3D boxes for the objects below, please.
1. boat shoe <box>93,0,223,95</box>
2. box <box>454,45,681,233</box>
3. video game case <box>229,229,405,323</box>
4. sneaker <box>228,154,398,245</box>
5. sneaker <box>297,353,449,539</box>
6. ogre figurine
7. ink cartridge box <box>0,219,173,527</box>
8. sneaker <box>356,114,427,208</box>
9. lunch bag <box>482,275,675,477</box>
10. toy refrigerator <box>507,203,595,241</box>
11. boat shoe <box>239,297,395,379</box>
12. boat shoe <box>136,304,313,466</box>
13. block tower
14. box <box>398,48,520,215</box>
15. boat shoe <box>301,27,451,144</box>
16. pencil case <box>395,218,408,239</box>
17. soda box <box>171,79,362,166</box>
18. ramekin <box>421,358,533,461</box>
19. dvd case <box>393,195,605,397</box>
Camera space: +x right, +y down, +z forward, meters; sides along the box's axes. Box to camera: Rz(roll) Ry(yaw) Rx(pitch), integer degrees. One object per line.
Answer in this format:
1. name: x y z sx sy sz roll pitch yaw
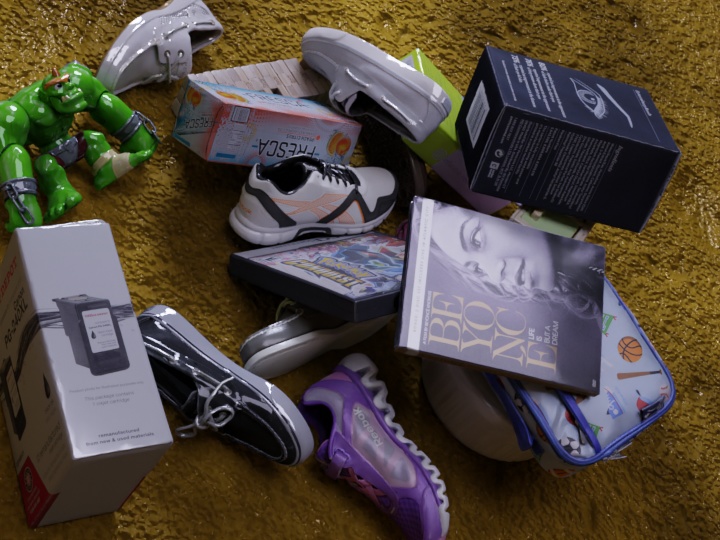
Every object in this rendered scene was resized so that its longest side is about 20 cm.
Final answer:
1. boat shoe: -0.207 -0.233 1.234 0.069 0.071 0.200 38 45 -1
2. box: 0.213 -0.139 1.228 0.199 0.105 0.148 14 33 -11
3. video game case: 0.000 0.000 1.142 0.180 0.199 0.026 -12 110 -39
4. sneaker: -0.037 -0.082 1.204 0.199 0.080 0.074 -15 50 -35
5. sneaker: 0.006 0.177 1.080 0.088 0.081 0.201 -18 65 -33
6. ogre figurine: -0.282 -0.122 1.095 0.200 0.098 0.120 -39 102 -29
7. ink cartridge box: -0.234 0.081 0.937 0.083 0.145 0.201 -5 62 -33
8. sneaker: 0.046 -0.164 1.352 0.075 0.070 0.201 -5 62 -37
9. lunch bag: 0.197 0.092 1.114 0.160 0.076 0.201 -27 76 -23
10. toy refrigerator: 0.214 -0.055 1.271 0.076 0.070 0.200 36 37 8
11. boat shoe: -0.048 0.051 1.135 0.201 0.072 0.061 -18 71 -47
12. boat shoe: -0.132 0.113 1.030 0.199 0.074 0.068 43 41 1
13. block tower: -0.113 -0.189 1.276 0.199 0.054 0.058 -20 70 -41
14. box: 0.112 -0.152 1.354 0.200 0.047 0.123 39 33 -42
15. boat shoe: 0.004 -0.196 1.255 0.199 0.072 0.069 33 76 21
16. pencil case: 0.130 -0.013 1.292 0.199 0.086 0.084 3 88 -31
17. soda box: -0.094 -0.145 1.208 0.199 0.064 0.068 3 25 -47
18. ramekin: 0.155 0.105 1.212 0.201 0.094 0.204 17 51 -22
19. dvd case: 0.132 0.023 1.067 0.199 0.016 0.150 14 66 -14
